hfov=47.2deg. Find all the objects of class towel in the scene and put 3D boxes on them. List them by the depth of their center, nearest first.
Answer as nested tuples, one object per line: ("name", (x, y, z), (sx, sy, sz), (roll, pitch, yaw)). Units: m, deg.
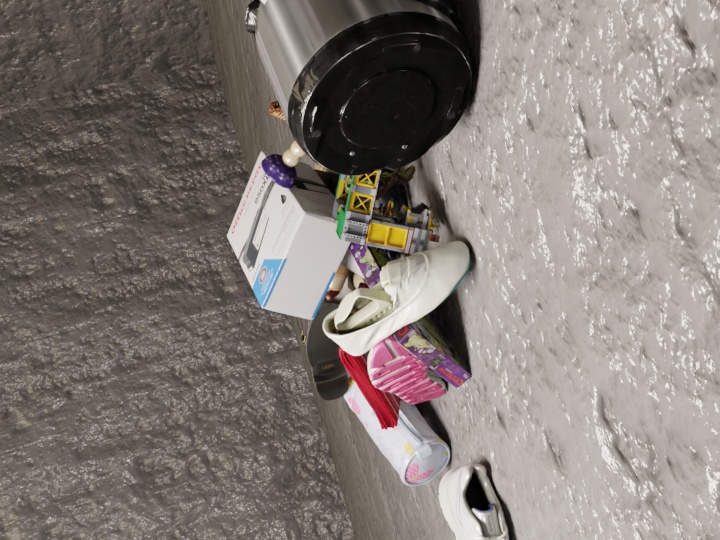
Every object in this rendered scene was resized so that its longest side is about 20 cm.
("towel", (0.020, 0.117, 1.174), (0.145, 0.022, 0.200), (60, -162, -18))

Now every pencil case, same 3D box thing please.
("pencil case", (0.051, 0.221, 1.214), (0.200, 0.082, 0.091), (51, 147, 45))

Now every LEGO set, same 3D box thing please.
("LEGO set", (0.038, -0.094, 0.947), (0.200, 0.115, 0.155), (-154, 75, -81))

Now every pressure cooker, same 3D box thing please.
("pressure cooker", (-0.009, -0.211, 0.754), (0.177, 0.177, 0.201), (85, 166, -54))

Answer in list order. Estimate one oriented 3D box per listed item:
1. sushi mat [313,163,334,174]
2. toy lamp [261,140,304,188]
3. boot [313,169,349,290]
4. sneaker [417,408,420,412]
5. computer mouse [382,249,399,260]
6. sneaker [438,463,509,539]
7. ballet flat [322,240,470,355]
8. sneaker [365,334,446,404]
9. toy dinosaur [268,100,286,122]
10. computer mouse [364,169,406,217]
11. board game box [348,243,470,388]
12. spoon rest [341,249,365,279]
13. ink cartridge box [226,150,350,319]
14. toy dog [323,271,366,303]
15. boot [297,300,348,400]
("sushi mat", (-0.049, -0.096, 1.252), (0.095, 0.012, 0.201), (33, 119, 29))
("toy lamp", (-0.042, -0.186, 1.008), (0.200, 0.058, 0.058), (-47, 46, 26))
("boot", (-0.079, -0.069, 1.246), (0.199, 0.072, 0.168), (14, 96, 38))
("sneaker", (0.050, 0.191, 1.352), (0.201, 0.074, 0.088), (58, 141, 43))
("computer mouse", (0.019, -0.055, 1.239), (0.059, 0.034, 0.200), (65, 169, -27))
("sneaker", (0.145, 0.324, 0.973), (0.087, 0.074, 0.201), (105, 148, -61))
("ballet flat", (0.031, 0.029, 0.887), (0.200, 0.069, 0.070), (-39, 58, 35))
("sneaker", (0.051, 0.105, 1.049), (0.200, 0.073, 0.088), (44, -157, -58))
("toy dinosaur", (-0.052, -0.238, 1.064), (0.201, 0.101, 0.137), (-79, 6, -54))
("computer mouse", (0.012, -0.139, 1.083), (0.138, 0.052, 0.202), (-177, 73, -78))
("board game box", (0.057, 0.046, 1.009), (0.120, 0.032, 0.200), (35, -163, -35))
("spoon rest", (0.000, 0.000, 1.109), (0.099, 0.060, 0.202), (31, -136, -48))
("ink cartridge box", (-0.100, -0.052, 1.118), (0.145, 0.084, 0.200), (-64, 33, 19))
("toy dog", (-0.057, -0.022, 1.324), (0.200, 0.096, 0.132), (46, 118, 14))
("boot", (-0.068, 0.081, 1.258), (0.175, 0.069, 0.201), (-114, 20, -47))
